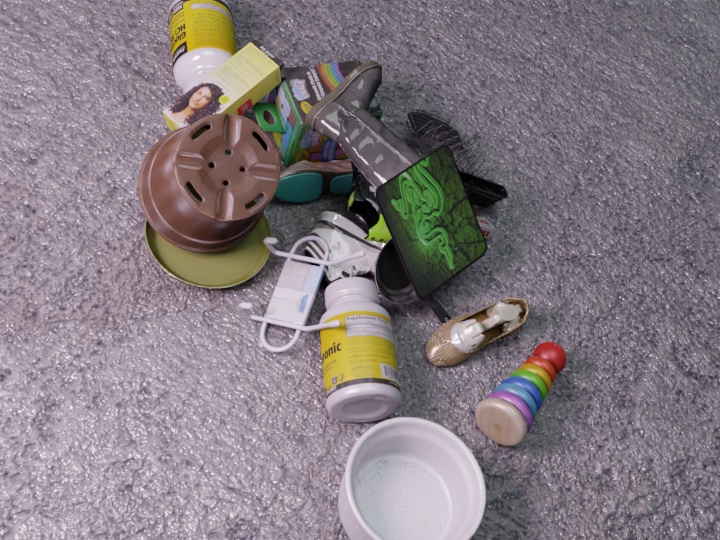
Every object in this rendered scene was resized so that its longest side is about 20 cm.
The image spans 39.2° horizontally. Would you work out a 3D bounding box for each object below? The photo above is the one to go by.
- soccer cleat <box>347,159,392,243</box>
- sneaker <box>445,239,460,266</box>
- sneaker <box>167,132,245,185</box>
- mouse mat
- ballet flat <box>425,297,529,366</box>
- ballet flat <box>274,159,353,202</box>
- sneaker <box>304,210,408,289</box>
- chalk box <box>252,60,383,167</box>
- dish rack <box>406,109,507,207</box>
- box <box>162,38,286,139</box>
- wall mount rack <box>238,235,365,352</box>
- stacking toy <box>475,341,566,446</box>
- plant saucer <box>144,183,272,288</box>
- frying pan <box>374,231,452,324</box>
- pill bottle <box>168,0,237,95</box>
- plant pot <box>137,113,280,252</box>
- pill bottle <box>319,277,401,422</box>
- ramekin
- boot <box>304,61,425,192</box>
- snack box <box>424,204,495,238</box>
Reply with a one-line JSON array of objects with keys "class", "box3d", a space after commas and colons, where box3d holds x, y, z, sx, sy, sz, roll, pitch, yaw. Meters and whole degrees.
[{"class": "soccer cleat", "box3d": [0.013, -0.129, 1.616, 0.081, 0.068, 0.200, 0, 53, -30]}, {"class": "sneaker", "box3d": [0.082, -0.071, 1.655, 0.201, 0.067, 0.108, 31, 21, 0]}, {"class": "sneaker", "box3d": [-0.232, -0.189, 1.650, 0.200, 0.079, 0.096, 4, 55, -15]}, {"class": "mouse mat", "box3d": [0.114, -0.075, 1.575, 0.161, 0.008, 0.200, -35, 113, -25]}, {"class": "ballet flat", "box3d": [0.190, 0.089, 1.609, 0.200, 0.065, 0.071, -28, 80, -28]}, {"class": "ballet flat", "box3d": [-0.069, -0.156, 1.698, 0.200, 0.068, 0.067, -4, 40, -26]}, {"class": "sneaker", "box3d": [0.000, 0.000, 1.620, 0.200, 0.076, 0.115, 30, 71, -2]}, {"class": "chalk box", "box3d": [-0.086, -0.264, 1.718, 0.200, 0.124, 0.125, -11, 63, -22]}, {"class": "dish rack", "box3d": [0.162, -0.203, 1.763, 0.153, 0.055, 0.200, 15, 46, -42]}, {"class": "box", "box3d": [-0.216, -0.282, 1.622, 0.075, 0.050, 0.200, 41, 72, 18]}, {"class": "wall mount rack", "box3d": [-0.082, 0.026, 1.518, 0.174, 0.075, 0.200, 10, 67, 21]}, {"class": "stacking toy", "box3d": [0.262, 0.182, 1.575, 0.085, 0.085, 0.200, 40, 49, 10]}, {"class": "plant saucer", "box3d": [-0.239, -0.052, 1.588, 0.200, 0.031, 0.200, 8, 56, -13]}, {"class": "frying pan", "box3d": [0.095, 0.009, 1.593, 0.190, 0.031, 0.115, 26, 86, -35]}, {"class": "pill bottle", "box3d": [-0.268, -0.372, 1.735, 0.112, 0.112, 0.200, 0, 58, -18]}, {"class": "plant pot", "box3d": [-0.210, -0.135, 1.470, 0.200, 0.198, 0.201, 2, 85, -20]}, {"class": "pill bottle", "box3d": [-0.004, 0.115, 1.506, 0.111, 0.111, 0.200, 3, 57, -15]}, {"class": "ramekin", "box3d": [0.064, 0.315, 1.407, 0.200, 0.098, 0.201, 9, 56, -13]}, {"class": "boot", "box3d": [0.035, -0.222, 1.607, 0.200, 0.073, 0.182, 37, 70, 18]}, {"class": "snack box", "box3d": [0.144, -0.095, 1.673, 0.200, 0.024, 0.072, 9, 36, -50]}]
